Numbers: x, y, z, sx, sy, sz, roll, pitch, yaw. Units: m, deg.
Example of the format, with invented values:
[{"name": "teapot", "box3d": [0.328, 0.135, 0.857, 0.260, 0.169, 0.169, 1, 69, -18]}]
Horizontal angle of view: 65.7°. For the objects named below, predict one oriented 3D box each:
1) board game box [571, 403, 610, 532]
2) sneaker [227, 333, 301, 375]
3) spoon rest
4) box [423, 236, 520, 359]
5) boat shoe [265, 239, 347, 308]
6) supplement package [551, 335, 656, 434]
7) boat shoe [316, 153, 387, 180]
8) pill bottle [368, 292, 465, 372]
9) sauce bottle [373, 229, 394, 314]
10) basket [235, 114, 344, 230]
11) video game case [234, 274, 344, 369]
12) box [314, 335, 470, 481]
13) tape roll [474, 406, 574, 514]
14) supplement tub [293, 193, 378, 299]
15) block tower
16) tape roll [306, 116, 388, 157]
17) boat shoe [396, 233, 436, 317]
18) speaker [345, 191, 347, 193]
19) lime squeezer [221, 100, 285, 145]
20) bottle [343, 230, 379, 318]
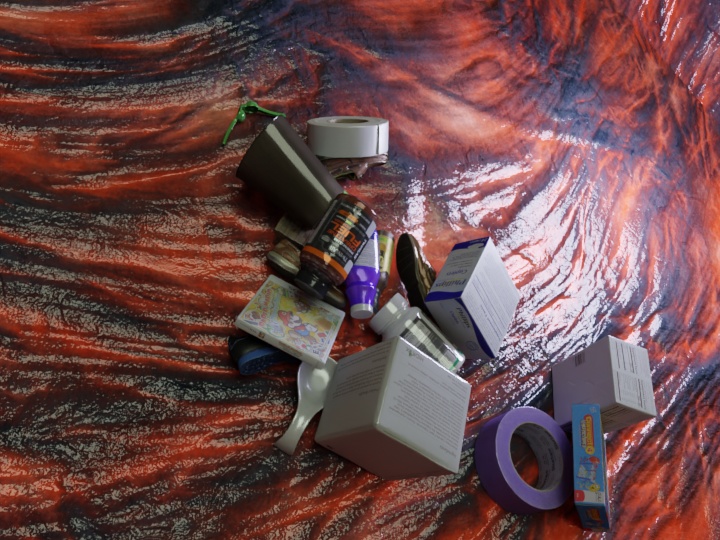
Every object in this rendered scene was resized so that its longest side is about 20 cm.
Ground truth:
[{"name": "board game box", "box3d": [0.481, 0.413, 1.163, 0.055, 0.197, 0.203, -5, 53, 24]}, {"name": "sneaker", "box3d": [-0.162, 0.140, 1.089, 0.197, 0.071, 0.078, -8, 47, -40]}, {"name": "spoon rest", "box3d": [-0.096, 0.247, 1.064, 0.098, 0.061, 0.202, 31, 55, -6]}, {"name": "box", "box3d": [0.256, 0.064, 1.257, 0.185, 0.104, 0.201, 55, 48, -25]}, {"name": "boat shoe", "box3d": [-0.104, 0.004, 1.182, 0.198, 0.076, 0.072, 36, 68, -4]}, {"name": "supplement package", "box3d": [0.540, 0.267, 1.257, 0.109, 0.200, 0.158, 19, 56, -13]}, {"name": "boat shoe", "box3d": [-0.019, -0.255, 1.386, 0.196, 0.072, 0.069, -10, 84, -21]}, {"name": "pill bottle", "box3d": [0.116, 0.151, 1.183, 0.200, 0.113, 0.113, 46, 54, 6]}, {"name": "sauce bottle", "box3d": [0.037, 0.002, 1.261, 0.064, 0.065, 0.203, 19, 55, -13]}, {"name": "basket", "box3d": [-0.143, -0.194, 1.190, 0.200, 0.180, 0.136, 43, 42, -4]}, {"name": "video game case", "box3d": [-0.130, 0.094, 1.092, 0.180, 0.023, 0.201, 27, 25, -2]}, {"name": "box", "box3d": [0.061, 0.260, 1.019, 0.199, 0.198, 0.173, 35, 52, -21]}, {"name": "tape roll", "box3d": [0.344, 0.396, 1.167, 0.196, 0.085, 0.203, 11, 58, -18]}, {"name": "supplement tub", "box3d": [-0.052, -0.045, 1.113, 0.106, 0.107, 0.202, 32, 77, -4]}, {"name": "block tower", "box3d": [-0.099, -0.045, 1.233, 0.198, 0.058, 0.055, 32, 54, -7]}, {"name": "tape roll", "box3d": [-0.029, -0.324, 1.341, 0.198, 0.072, 0.203, 1, 21, 0]}, {"name": "boat shoe", "box3d": [0.137, 0.011, 1.298, 0.067, 0.072, 0.204, -1, 71, -33]}, {"name": "speaker", "box3d": [-0.062, -0.153, 1.292, 0.199, 0.089, 0.089, 42, 54, 3]}, {"name": "lime squeezer", "box3d": [-0.275, -0.369, 1.355, 0.199, 0.037, 0.072, -38, 113, -36]}, {"name": "bottle", "box3d": [0.000, 0.000, 1.180, 0.082, 0.065, 0.204, 7, 62, -17]}]
